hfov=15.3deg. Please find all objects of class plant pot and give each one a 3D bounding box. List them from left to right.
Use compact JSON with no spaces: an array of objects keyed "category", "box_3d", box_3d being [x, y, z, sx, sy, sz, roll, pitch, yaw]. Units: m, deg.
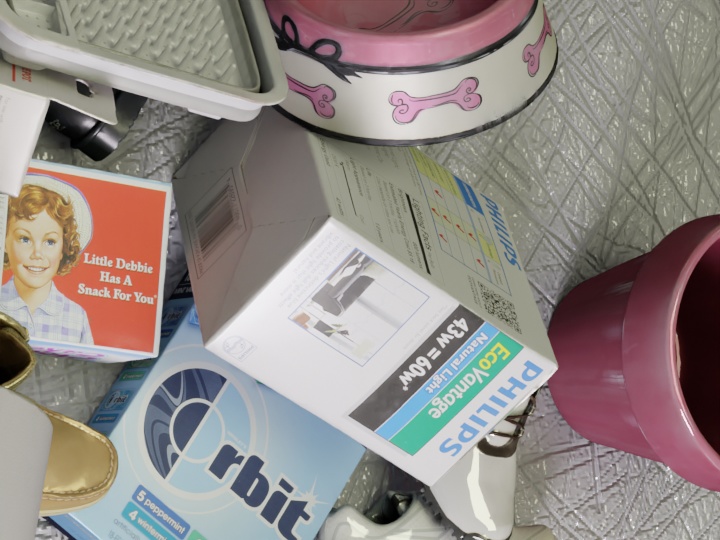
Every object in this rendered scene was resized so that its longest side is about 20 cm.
[{"category":"plant pot","box_3d":[0.237,0.061,1.927,0.200,0.179,0.200,3,85,-35]}]

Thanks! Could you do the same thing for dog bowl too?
[{"category":"dog bowl","box_3d":[0.026,-0.167,1.706,0.200,0.200,0.074,-35,139,-32]}]

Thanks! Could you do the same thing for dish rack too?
[{"category":"dish rack","box_3d":[-0.149,-0.160,1.626,0.200,0.044,0.172,14,37,-28]}]

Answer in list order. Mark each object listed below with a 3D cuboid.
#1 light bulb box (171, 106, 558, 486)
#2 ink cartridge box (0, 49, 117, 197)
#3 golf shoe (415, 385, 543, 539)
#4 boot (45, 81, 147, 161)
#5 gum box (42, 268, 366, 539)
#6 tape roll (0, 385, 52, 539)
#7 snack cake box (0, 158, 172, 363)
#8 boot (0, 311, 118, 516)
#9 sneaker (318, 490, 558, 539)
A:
[{"category":"light bulb box","box_3d":[0.000,0.000,1.736,0.200,0.125,0.198,34,23,-29]},{"category":"ink cartridge box","box_3d":[-0.249,-0.104,1.581,0.200,0.117,0.068,17,106,-12]},{"category":"golf shoe","box_3d":[0.086,0.091,1.837,0.078,0.094,0.200,11,62,-38]},{"category":"boot","box_3d":[-0.190,-0.183,1.708,0.162,0.073,0.198,37,65,-22]},{"category":"gum box","box_3d":[-0.095,0.126,1.764,0.170,0.045,0.200,44,63,-25]},{"category":"tape roll","box_3d":[-0.276,0.135,1.454,0.203,0.203,0.139,21,66,-33]},{"category":"snack cake box","box_3d":[-0.221,-0.011,1.670,0.200,0.067,0.115,10,79,-35]},{"category":"boot","box_3d":[-0.215,0.083,1.594,0.200,0.155,0.073,20,61,-22]},{"category":"sneaker","box_3d":[0.055,0.188,1.856,0.200,0.075,0.081,-4,80,-37]}]
